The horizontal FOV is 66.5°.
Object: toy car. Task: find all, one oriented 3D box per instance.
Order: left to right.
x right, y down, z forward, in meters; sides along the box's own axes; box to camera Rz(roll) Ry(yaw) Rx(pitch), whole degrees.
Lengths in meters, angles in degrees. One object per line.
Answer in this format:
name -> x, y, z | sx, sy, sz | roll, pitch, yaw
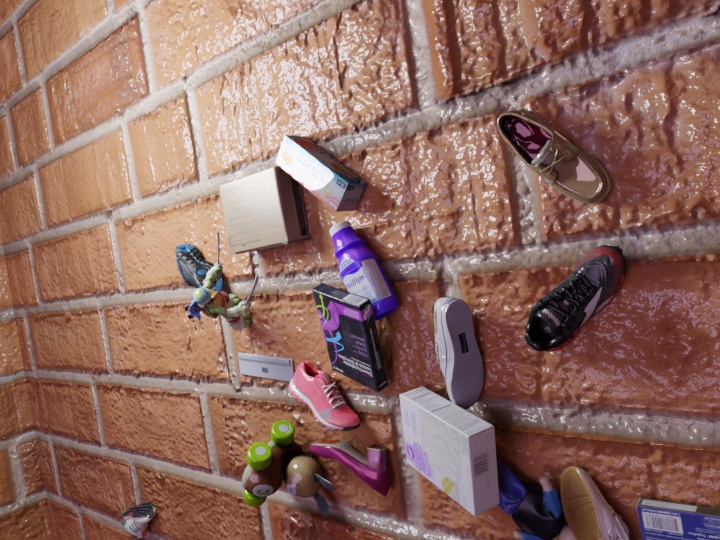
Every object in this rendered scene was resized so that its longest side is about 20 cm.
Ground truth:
toy car -> -0.148, 0.471, 1.233 | 0.199, 0.158, 0.165 | 26, 125, 21

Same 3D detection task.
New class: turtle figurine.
turtle figurine -> -0.299, 0.054, 1.284 | 0.143, 0.194, 0.201 | 22, 72, 12

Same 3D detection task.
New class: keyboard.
keyboard -> -0.234, 0.236, 1.345 | 0.199, 0.011, 0.057 | -1, 101, 40

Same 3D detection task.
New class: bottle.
bottle -> 0.000, 0.000, 1.077 | 0.083, 0.065, 0.201 | -36, 74, 43

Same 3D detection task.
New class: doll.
doll -> 0.282, 0.391, 0.922 | 0.200, 0.048, 0.137 | 35, 118, 30

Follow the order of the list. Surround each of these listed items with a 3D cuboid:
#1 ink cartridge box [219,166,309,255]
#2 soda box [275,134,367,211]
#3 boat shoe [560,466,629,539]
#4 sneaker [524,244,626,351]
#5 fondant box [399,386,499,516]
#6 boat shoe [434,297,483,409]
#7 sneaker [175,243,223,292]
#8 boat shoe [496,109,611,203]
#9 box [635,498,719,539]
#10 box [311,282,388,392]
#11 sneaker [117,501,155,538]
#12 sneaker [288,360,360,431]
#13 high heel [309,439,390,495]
ink cartridge box -> -0.218, -0.131, 1.229 | 0.199, 0.075, 0.166 | -7, 94, 39
soda box -> -0.083, -0.199, 1.115 | 0.200, 0.063, 0.069 | 41, 120, 26
boat shoe -> 0.374, 0.401, 0.840 | 0.071, 0.069, 0.201 | 122, 139, -52
sneaker -> 0.312, 0.049, 0.811 | 0.071, 0.098, 0.201 | 47, 121, 26
fondant box -> 0.150, 0.306, 0.956 | 0.200, 0.058, 0.145 | 17, 117, 61
boat shoe -> 0.165, 0.144, 0.973 | 0.070, 0.071, 0.201 | -164, 60, -68
sneaker -> -0.417, 0.014, 1.427 | 0.200, 0.073, 0.082 | 45, 134, 34
boat shoe -> 0.280, -0.170, 0.821 | 0.200, 0.066, 0.074 | 45, 122, 25
box -> 0.475, 0.435, 0.781 | 0.121, 0.032, 0.201 | -9, 90, 40
box -> -0.021, 0.132, 1.084 | 0.143, 0.036, 0.201 | 16, 128, 45
sneaker -> -0.718, 0.828, 1.806 | 0.199, 0.070, 0.094 | -26, 99, 37
sneaker -> -0.078, 0.267, 1.180 | 0.200, 0.074, 0.087 | 30, 113, 32
high heel -> -0.028, 0.416, 1.162 | 0.199, 0.067, 0.097 | -5, 83, 36
